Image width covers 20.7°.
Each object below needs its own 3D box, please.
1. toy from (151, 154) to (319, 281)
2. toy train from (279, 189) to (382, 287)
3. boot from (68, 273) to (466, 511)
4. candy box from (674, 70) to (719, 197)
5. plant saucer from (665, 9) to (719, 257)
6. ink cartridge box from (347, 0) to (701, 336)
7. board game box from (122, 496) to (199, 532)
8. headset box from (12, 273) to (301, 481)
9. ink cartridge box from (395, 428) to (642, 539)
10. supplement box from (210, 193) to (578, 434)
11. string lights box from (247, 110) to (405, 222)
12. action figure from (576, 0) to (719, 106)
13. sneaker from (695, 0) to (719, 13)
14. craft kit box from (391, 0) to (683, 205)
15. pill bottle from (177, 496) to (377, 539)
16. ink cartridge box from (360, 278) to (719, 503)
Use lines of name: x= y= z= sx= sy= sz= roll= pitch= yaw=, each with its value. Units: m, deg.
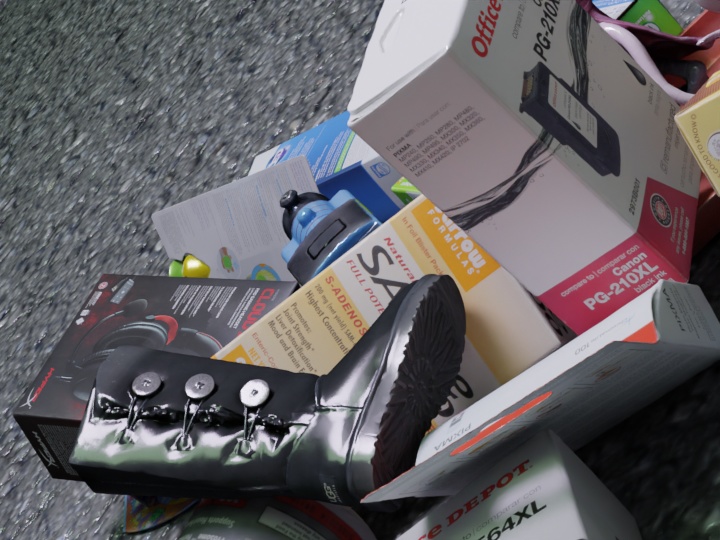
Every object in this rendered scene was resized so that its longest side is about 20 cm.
toy: x=-0.076 y=-0.018 z=1.562 sx=0.199 sy=0.116 sz=0.047 roll=-18 pitch=5 yaw=44
toy train: x=0.000 y=0.000 z=1.369 sx=0.087 sy=0.114 sz=0.200 roll=-43 pitch=23 yaw=1
boot: x=-0.053 y=0.065 z=1.145 sx=0.199 sy=0.066 sz=0.165 roll=-1 pitch=41 yaw=28
candy box: x=0.275 y=-0.119 z=1.063 sx=0.199 sy=0.057 sz=0.117 roll=-30 pitch=4 yaw=26
plant saucer: x=0.213 y=-0.083 z=1.256 sx=0.200 sy=0.037 sz=0.200 roll=-44 pitch=24 yaw=2
ink cartridge box: x=0.100 y=-0.082 z=1.133 sx=0.084 sy=0.200 sz=0.145 roll=-34 pitch=24 yaw=35
board game box: x=-0.134 y=0.106 z=1.505 sx=0.158 sy=0.039 sz=0.200 roll=-38 pitch=24 yaw=14
headset box: x=-0.126 y=0.081 z=1.426 sx=0.199 sy=0.075 sz=0.149 roll=3 pitch=46 yaw=31
ink cartridge box: x=0.074 y=0.192 z=0.959 sx=0.146 sy=0.084 sz=0.200 roll=-38 pitch=24 yaw=13
supplement box: x=0.020 y=0.050 z=1.219 sx=0.200 sy=0.126 sz=0.073 roll=-38 pitch=-10 yaw=16
string lights box: x=-0.019 y=-0.076 z=1.601 sx=0.199 sy=0.059 sz=0.103 roll=-23 pitch=30 yaw=41
action figure: x=0.119 y=-0.153 z=1.224 sx=0.134 sy=0.200 sz=0.149 roll=-50 pitch=17 yaw=-26
sneaker: x=0.294 y=-0.194 z=1.212 sx=0.199 sy=0.072 sz=0.073 roll=-7 pitch=22 yaw=27
craft kit box: x=0.119 y=-0.111 z=1.399 sx=0.197 sy=0.049 sz=0.200 roll=-43 pitch=9 yaw=-4
pill bottle: x=-0.078 y=0.220 z=1.124 sx=0.116 sy=0.116 sz=0.200 roll=-14 pitch=37 yaw=50
ink cartridge box: x=0.095 y=0.063 z=1.043 sx=0.162 sy=0.200 sz=0.057 roll=-35 pitch=68 yaw=21
